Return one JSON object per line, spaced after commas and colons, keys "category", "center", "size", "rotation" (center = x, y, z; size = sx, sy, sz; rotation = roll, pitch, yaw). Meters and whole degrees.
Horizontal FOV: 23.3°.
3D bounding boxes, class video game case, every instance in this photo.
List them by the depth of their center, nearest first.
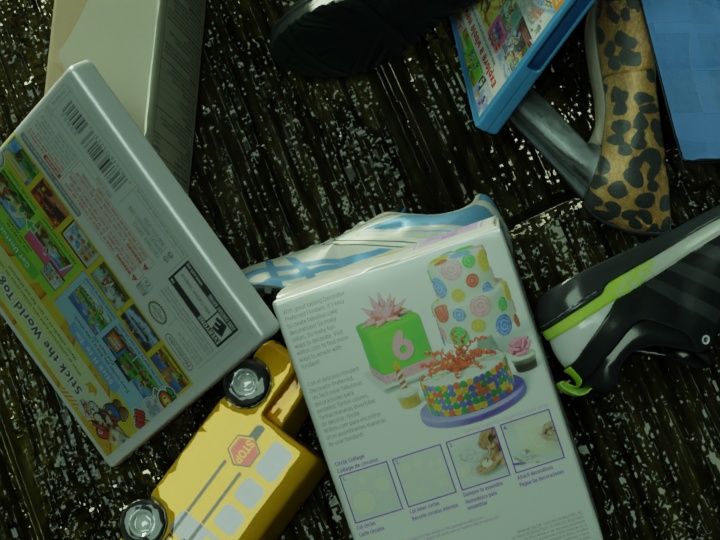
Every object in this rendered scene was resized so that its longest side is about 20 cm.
{"category": "video game case", "center": [0.118, -0.200, 1.061], "size": [0.200, 0.018, 0.144], "rotation": [-53, 30, 34]}
{"category": "video game case", "center": [-0.162, 0.001, 1.090], "size": [0.182, 0.023, 0.201], "rotation": [-39, 86, 39]}

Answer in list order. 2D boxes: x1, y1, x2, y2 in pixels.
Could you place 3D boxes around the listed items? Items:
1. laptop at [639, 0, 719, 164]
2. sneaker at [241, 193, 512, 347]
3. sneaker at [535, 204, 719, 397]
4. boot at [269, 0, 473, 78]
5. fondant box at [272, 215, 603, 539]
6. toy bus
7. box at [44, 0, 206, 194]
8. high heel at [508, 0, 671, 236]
{"category": "laptop", "center": [0.269, -0.183, 1.036], "size": [0.185, 0.202, 0.116], "rotation": [-4, 32, -16]}
{"category": "sneaker", "center": [0.000, 0.000, 1.115], "size": [0.198, 0.072, 0.073], "rotation": [-11, 50, 11]}
{"category": "sneaker", "center": [0.197, 0.018, 1.055], "size": [0.198, 0.072, 0.083], "rotation": [-25, 83, -12]}
{"category": "boot", "center": [0.022, -0.233, 1.148], "size": [0.197, 0.073, 0.164], "rotation": [-26, 52, 35]}
{"category": "fondant box", "center": [0.048, 0.086, 1.050], "size": [0.143, 0.058, 0.202], "rotation": [-18, 98, 8]}
{"category": "toy bus", "center": [-0.087, 0.144, 1.095], "size": [0.078, 0.065, 0.201], "rotation": [36, 86, 16]}
{"category": "box", "center": [-0.154, -0.150, 1.159], "size": [0.077, 0.095, 0.202], "rotation": [2, 77, 13]}
{"category": "high heel", "center": [0.196, -0.125, 1.106], "size": [0.200, 0.071, 0.143], "rotation": [-44, 84, -2]}
